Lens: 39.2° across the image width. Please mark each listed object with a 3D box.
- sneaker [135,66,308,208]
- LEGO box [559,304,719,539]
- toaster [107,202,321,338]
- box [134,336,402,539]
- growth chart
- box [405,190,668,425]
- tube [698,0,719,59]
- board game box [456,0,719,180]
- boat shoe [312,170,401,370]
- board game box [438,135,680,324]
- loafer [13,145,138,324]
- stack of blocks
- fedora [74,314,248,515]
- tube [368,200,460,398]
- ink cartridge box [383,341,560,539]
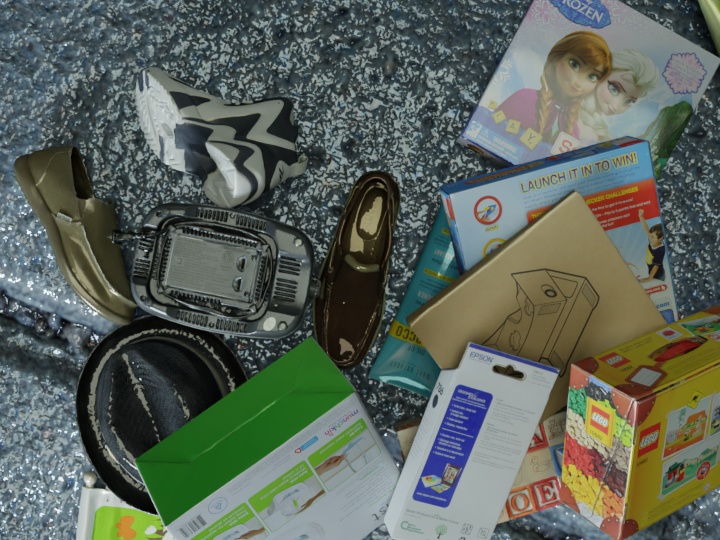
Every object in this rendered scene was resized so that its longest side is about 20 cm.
[{"bbox_3d":[-0.131,-0.145,1.017,0.199,0.129,0.080,38,129,34],"label":"sneaker"},{"bbox_3d":[0.285,0.136,0.936,0.198,0.077,0.151,-16,118,-31],"label":"LEGO box"},{"bbox_3d":[-0.136,0.000,0.980,0.198,0.129,0.115,10,88,-1],"label":"toaster"},{"bbox_3d":[-0.073,0.196,0.938,0.199,0.097,0.177,-35,132,-8],"label":"box"},{"bbox_3d":[-0.197,0.268,1.030,0.197,0.018,0.147,-2,89,0],"label":"growth chart"},{"bbox_3d":[0.166,0.049,0.950,0.199,0.021,0.164,-37,104,3],"label":"box"},{"bbox_3d":[0.393,-0.213,1.027,0.051,0.058,0.202,-21,87,13],"label":"tube"},{"bbox_3d":[0.231,-0.173,1.029,0.199,0.041,0.201,28,89,-1],"label":"board game box"},{"bbox_3d":[-0.006,-0.001,1.008,0.074,0.075,0.205,9,89,0],"label":"boat shoe"},{"bbox_3d":[0.194,-0.009,0.981,0.198,0.056,0.198,-14,103,-2],"label":"board game box"},{"bbox_3d":[-0.272,-0.040,1.007,0.067,0.076,0.201,-32,89,5],"label":"loafer"},{"bbox_3d":[0.143,0.184,1.012,0.198,0.059,0.116,-16,89,-1],"label":"stack of blocks"},{"bbox_3d":[-0.196,0.138,0.983,0.198,0.092,0.203,0,81,1],"label":"fedora"},{"bbox_3d":[0.076,0.026,1.026,0.077,0.050,0.202,19,95,9],"label":"tube"},{"bbox_3d":[0.101,0.163,0.934,0.098,0.039,0.202,18,102,-16],"label":"ink cartridge box"}]
